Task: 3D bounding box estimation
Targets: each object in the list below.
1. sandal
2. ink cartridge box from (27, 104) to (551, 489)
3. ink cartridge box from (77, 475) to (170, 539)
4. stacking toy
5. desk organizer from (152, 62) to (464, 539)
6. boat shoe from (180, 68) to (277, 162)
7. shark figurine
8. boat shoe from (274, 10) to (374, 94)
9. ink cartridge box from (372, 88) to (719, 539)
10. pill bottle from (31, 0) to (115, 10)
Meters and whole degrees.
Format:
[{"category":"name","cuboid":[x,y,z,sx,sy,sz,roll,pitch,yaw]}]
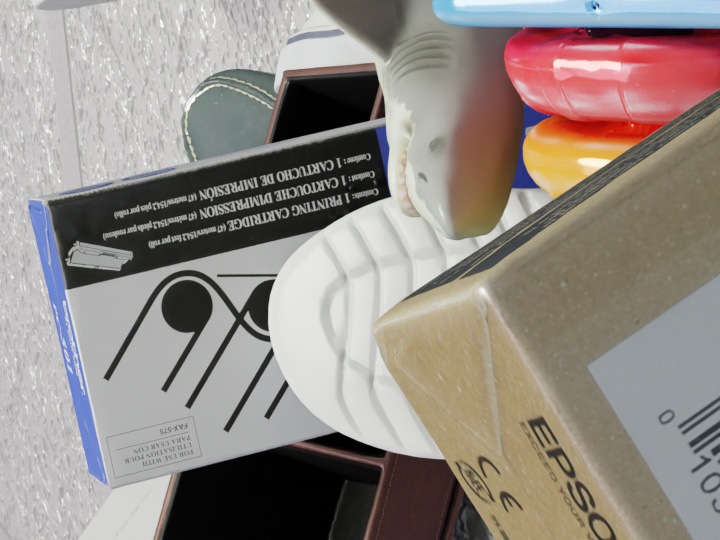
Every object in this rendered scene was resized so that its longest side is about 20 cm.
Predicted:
[{"category":"sandal","cuboid":[0.067,0.010,0.856,0.202,0.050,0.083,-12,84,26]},{"category":"ink cartridge box","cuboid":[0.000,0.000,0.924,0.044,0.199,0.095,-170,67,-75]},{"category":"ink cartridge box","cuboid":[-0.015,0.159,1.129,0.146,0.085,0.200,35,-177,-33]},{"category":"stacking toy","cuboid":[0.094,0.007,0.769,0.116,0.110,0.201,3,101,34]},{"category":"desk organizer","cuboid":[-0.005,0.033,0.987,0.072,0.077,0.201,2,74,55]},{"category":"boat shoe","cuboid":[-0.025,-0.022,1.132,0.073,0.062,0.200,-54,49,19]},{"category":"shark figurine","cuboid":[0.020,-0.114,0.835,0.216,0.089,0.128,67,-164,8]},{"category":"boat shoe","cuboid":[0.022,-0.097,1.014,0.200,0.070,0.070,157,127,-73]},{"category":"ink cartridge box","cuboid":[0.125,0.050,0.625,0.201,0.164,0.075,57,159,-3]},{"category":"pill bottle","cuboid":[-0.117,-0.219,1.197,0.116,0.116,0.201,168,88,-69]}]
